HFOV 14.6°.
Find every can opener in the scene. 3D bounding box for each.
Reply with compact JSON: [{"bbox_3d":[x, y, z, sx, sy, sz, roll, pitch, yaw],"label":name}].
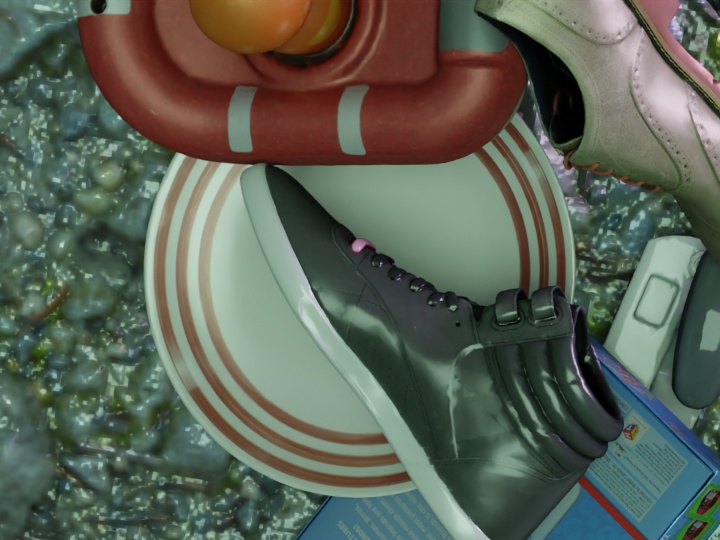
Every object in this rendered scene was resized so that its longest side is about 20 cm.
[{"bbox_3d":[0.119,0.078,1.254,0.053,0.067,0.201,23,93,-1],"label":"can opener"}]

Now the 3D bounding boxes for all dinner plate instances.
[{"bbox_3d":[0.000,0.000,1.251,0.199,0.024,0.201,0,89,18],"label":"dinner plate"}]

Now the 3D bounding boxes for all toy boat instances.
[{"bbox_3d":[-0.031,-0.112,1.180,0.199,0.131,0.131,0,87,24],"label":"toy boat"}]

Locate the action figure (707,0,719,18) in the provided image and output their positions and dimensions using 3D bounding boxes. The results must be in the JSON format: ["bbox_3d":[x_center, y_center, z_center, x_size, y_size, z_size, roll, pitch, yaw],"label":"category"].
[{"bbox_3d":[0.122,-0.164,1.151,0.193,0.200,0.105,35,126,-16],"label":"action figure"}]

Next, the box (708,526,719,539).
[{"bbox_3d":[0.247,0.108,1.268,0.200,0.039,0.137,-41,96,8],"label":"box"}]

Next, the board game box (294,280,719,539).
[{"bbox_3d":[0.055,0.123,1.236,0.200,0.037,0.151,-51,52,9],"label":"board game box"}]

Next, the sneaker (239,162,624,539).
[{"bbox_3d":[0.036,0.018,1.195,0.099,0.071,0.200,-37,83,11],"label":"sneaker"}]

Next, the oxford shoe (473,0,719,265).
[{"bbox_3d":[0.112,-0.060,1.170,0.075,0.070,0.200,-44,115,-14],"label":"oxford shoe"}]
